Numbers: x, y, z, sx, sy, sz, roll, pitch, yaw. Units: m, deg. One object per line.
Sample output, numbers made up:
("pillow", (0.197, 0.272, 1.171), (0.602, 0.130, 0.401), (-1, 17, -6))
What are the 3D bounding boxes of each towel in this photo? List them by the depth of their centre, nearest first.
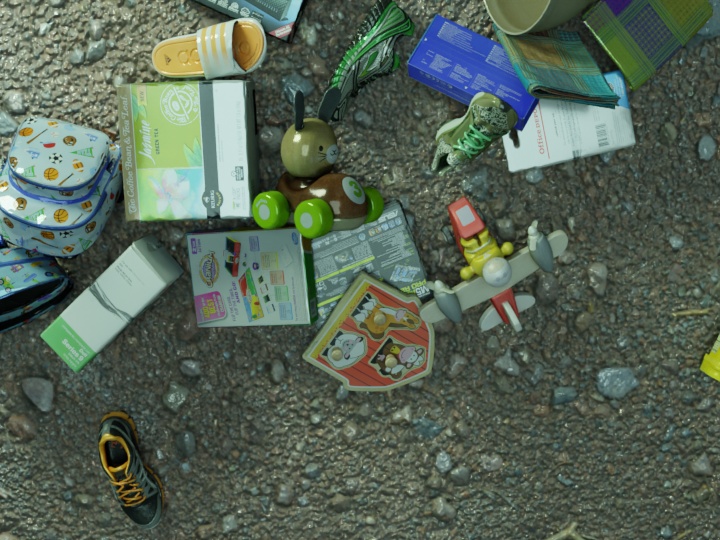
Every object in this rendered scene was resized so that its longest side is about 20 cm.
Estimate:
("towel", (0.281, -0.304, 1.456), (0.144, 0.202, 0.022), (5, 130, -16))
("towel", (0.433, -0.383, 1.503), (0.200, 0.023, 0.144), (-45, 99, -14))

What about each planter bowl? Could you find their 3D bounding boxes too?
("planter bowl", (0.281, -0.447, 1.453), (0.132, 0.200, 0.205), (-6, 101, -25))

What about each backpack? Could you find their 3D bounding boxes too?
("backpack", (-0.452, -0.121, 1.492), (0.196, 0.155, 0.193), (9, 58, -1))
("backpack", (-0.550, 0.018, 1.535), (0.197, 0.183, 0.137), (-22, 82, -10))

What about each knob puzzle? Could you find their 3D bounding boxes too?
("knob puzzle", (0.034, 0.120, 1.589), (0.215, 0.031, 0.223), (-3, 118, -6))

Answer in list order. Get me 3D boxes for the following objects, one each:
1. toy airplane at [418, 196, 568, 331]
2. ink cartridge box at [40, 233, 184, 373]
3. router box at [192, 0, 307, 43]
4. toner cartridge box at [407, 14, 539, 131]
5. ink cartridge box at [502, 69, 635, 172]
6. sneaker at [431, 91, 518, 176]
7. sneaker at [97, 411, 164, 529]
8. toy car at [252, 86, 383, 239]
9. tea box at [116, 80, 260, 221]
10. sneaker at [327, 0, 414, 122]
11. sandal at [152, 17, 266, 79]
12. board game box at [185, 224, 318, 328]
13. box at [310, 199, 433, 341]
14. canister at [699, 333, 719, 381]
("toy airplane", (0.203, 0.008, 1.541), (0.196, 0.141, 0.204), (17, 96, -7))
("ink cartridge box", (-0.380, 0.047, 1.549), (0.200, 0.146, 0.084), (-43, 96, 7))
("router box", (-0.167, -0.451, 1.507), (0.197, 0.062, 0.152), (22, 98, -3))
("toner cartridge box", (0.177, -0.296, 1.496), (0.198, 0.043, 0.096), (29, 76, 15))
("ink cartridge box", (0.309, -0.227, 1.538), (0.196, 0.068, 0.118), (-13, 97, 2))
("sneaker", (0.164, -0.189, 1.477), (0.076, 0.200, 0.090), (31, 65, -10))
("sneaker", (-0.383, 0.335, 1.634), (0.077, 0.077, 0.203), (-21, 100, 2))
("toy car", (-0.059, -0.165, 1.475), (0.156, 0.163, 0.204), (12, 108, 33))
("tea box", (-0.255, -0.183, 1.516), (0.193, 0.134, 0.204), (-3, 100, 2))
("sneaker", (0.012, -0.312, 1.522), (0.084, 0.078, 0.202), (32, 98, -6))
("sandal", (-0.235, -0.321, 1.500), (0.203, 0.059, 0.081), (-7, 108, 24))
("board game box", (-0.170, 0.009, 1.568), (0.196, 0.040, 0.156), (-2, 100, 17))
("box", (0.000, 0.000, 1.591), (0.197, 0.044, 0.163), (-22, 99, 4))
("canister", (0.648, 0.099, 1.583), (0.146, 0.087, 0.203), (23, 97, -4))
